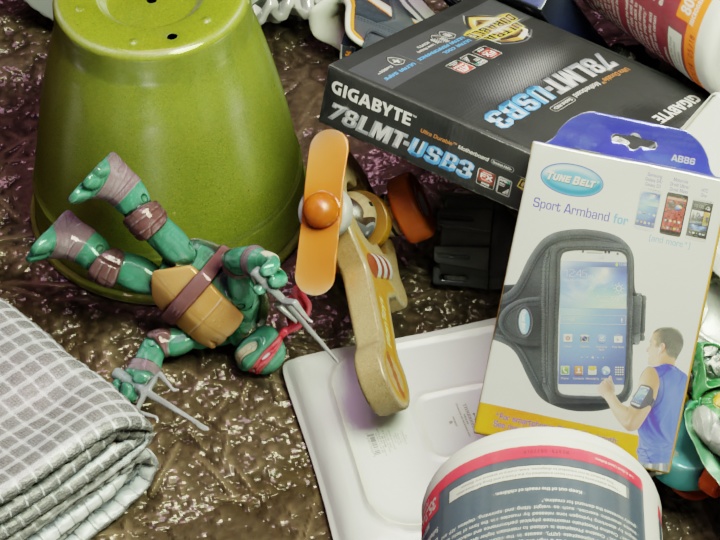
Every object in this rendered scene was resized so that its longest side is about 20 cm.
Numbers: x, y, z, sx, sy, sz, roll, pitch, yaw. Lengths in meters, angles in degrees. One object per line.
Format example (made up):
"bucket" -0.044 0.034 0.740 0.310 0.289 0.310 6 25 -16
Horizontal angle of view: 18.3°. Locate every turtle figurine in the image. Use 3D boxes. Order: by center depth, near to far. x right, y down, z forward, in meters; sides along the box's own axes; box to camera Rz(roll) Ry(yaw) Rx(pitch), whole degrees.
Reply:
"turtle figurine" -0.113 0.020 1.454 0.200 0.150 0.101 40 18 -1

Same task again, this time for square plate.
"square plate" 0.066 0.104 1.419 0.198 0.028 0.200 -10 45 -9

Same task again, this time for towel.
"towel" -0.248 0.116 1.374 0.200 0.086 0.166 -35 53 -29

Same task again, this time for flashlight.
"flashlight" 0.152 -0.022 1.515 0.200 0.068 0.068 6 45 6

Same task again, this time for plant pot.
"plant pot" -0.136 -0.114 1.524 0.200 0.193 0.200 -1 45 1

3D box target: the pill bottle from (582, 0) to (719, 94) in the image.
"pill bottle" 0.212 -0.208 1.521 0.114 0.114 0.200 -27 47 -23

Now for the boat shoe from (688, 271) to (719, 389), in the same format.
"boat shoe" 0.195 0.016 1.397 0.200 0.067 0.074 26 46 20

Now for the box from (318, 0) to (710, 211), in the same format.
"box" 0.108 -0.105 1.461 0.198 0.050 0.200 25 31 25

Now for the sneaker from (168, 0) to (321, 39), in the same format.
"sneaker" -0.097 -0.216 1.667 0.075 0.081 0.200 10 23 40

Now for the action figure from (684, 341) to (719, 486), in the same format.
"action figure" 0.255 0.125 1.326 0.118 0.055 0.200 -29 75 -32

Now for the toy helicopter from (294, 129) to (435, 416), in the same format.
"toy helicopter" 0.000 0.000 1.427 0.079 0.132 0.200 -20 53 13

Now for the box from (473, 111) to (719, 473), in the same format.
"box" 0.144 0.010 1.318 0.119 0.200 0.041 11 5 5

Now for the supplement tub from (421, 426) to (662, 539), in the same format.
"supplement tub" 0.101 0.200 1.243 0.140 0.140 0.200 2 45 3

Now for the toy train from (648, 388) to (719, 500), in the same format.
"toy train" 0.180 0.076 1.422 0.150 0.056 0.200 5 43 -1

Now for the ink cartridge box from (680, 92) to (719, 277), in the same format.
"ink cartridge box" 0.286 -0.036 1.427 0.145 0.084 0.200 48 25 21

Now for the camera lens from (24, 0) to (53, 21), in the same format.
"camera lens" -0.183 -0.300 1.732 0.160 0.160 0.200 9 46 10

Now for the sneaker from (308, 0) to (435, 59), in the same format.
"sneaker" 0.036 -0.148 1.638 0.079 0.079 0.200 -22 41 -24

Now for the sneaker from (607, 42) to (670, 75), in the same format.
"sneaker" 0.204 -0.107 1.578 0.200 0.098 0.071 15 45 14

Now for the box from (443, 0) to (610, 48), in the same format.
"box" 0.103 -0.198 1.614 0.121 0.200 0.032 26 85 25
